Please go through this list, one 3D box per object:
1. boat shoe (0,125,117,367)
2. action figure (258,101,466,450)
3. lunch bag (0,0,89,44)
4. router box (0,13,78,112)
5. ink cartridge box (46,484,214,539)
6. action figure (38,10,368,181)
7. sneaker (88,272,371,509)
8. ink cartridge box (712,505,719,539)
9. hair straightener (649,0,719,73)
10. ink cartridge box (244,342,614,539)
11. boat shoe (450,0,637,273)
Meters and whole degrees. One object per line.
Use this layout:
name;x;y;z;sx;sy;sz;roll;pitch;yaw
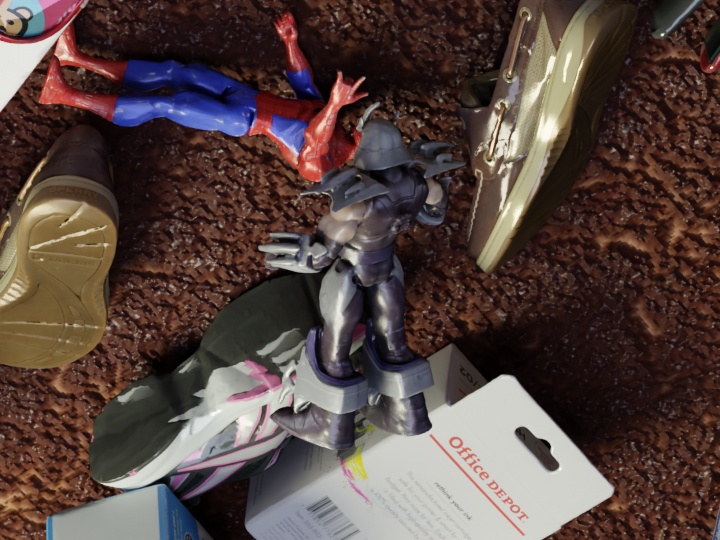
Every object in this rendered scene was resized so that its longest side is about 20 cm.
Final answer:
boat shoe;-0.177;-0.013;1.677;0.072;0.072;0.200;8;147;-10
action figure;0.000;0.000;1.616;0.130;0.069;0.200;-14;120;-35
lunch bag;-0.172;-0.235;1.493;0.176;0.082;0.200;43;89;-12
router box;-0.250;-0.182;1.588;0.200;0.049;0.180;32;120;-17
ink cartridge box;-0.110;0.243;1.767;0.085;0.145;0.200;-16;143;13
action figure;-0.068;-0.110;1.612;0.200;0.065;0.099;17;132;-7
sneaker;-0.064;0.076;1.744;0.200;0.080;0.086;-30;139;20
ink cartridge box;0.323;0.133;1.763;0.200;0.043;0.196;7;123;1
hair straightener;0.215;-0.199;1.550;0.077;0.041;0.200;29;121;-15
ink cartridge box;0.043;0.126;1.760;0.200;0.068;0.115;-31;116;23
boat shoe;0.090;-0.087;1.627;0.072;0.072;0.200;35;136;17
